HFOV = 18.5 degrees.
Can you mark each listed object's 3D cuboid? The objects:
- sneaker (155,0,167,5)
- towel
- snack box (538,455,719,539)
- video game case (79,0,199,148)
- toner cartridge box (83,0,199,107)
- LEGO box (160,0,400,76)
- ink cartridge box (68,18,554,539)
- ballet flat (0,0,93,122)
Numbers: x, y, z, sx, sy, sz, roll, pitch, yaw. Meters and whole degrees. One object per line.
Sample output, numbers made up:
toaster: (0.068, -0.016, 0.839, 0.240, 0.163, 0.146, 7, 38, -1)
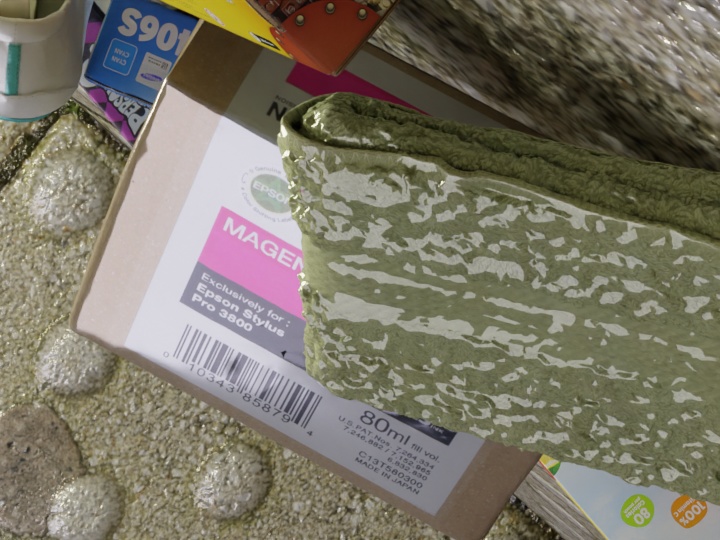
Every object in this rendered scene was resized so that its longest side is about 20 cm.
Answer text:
sneaker: (-0.078, -0.152, 0.877, 0.115, 0.076, 0.200, 30, -179, 37)
towel: (0.069, 0.011, 0.774, 0.199, 0.037, 0.149, 13, 137, 16)
snack box: (0.164, 0.118, 1.146, 0.200, 0.068, 0.169, 50, -171, 16)
video game case: (-0.104, -0.108, 1.152, 0.181, 0.036, 0.200, 49, -168, -2)
toner cartridge box: (-0.039, -0.076, 1.013, 0.095, 0.043, 0.200, 22, -178, 20)
LEGO box: (-0.072, -0.153, 0.702, 0.149, 0.077, 0.200, 43, 175, -29)
ink cartridge box: (0.000, 0.000, 0.879, 0.199, 0.075, 0.165, 28, 138, 0)
ballet flat: (-0.140, -0.156, 0.961, 0.069, 0.069, 0.201, 44, -145, -43)
